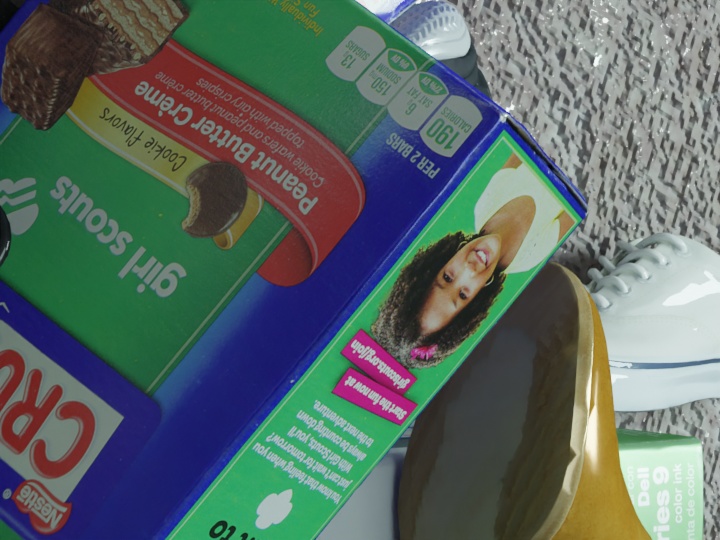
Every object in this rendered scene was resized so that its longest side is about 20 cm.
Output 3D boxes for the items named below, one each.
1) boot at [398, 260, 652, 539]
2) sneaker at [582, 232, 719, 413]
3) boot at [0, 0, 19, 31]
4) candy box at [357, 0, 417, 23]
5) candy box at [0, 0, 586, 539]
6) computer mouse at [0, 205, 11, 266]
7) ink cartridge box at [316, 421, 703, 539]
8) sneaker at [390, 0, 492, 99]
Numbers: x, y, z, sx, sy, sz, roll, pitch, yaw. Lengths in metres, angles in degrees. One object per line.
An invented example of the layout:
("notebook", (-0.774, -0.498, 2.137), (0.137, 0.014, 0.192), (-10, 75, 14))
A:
("boot", (0.083, 0.103, 0.718), (0.144, 0.071, 0.202), (8, 89, -42))
("sneaker", (0.113, 0.021, 0.911), (0.200, 0.073, 0.071), (-4, 91, -45))
("boot", (-0.178, -0.088, 0.694), (0.131, 0.070, 0.200), (-31, 109, -28))
("candy box", (-0.043, -0.179, 0.783), (0.169, 0.077, 0.200), (-41, 113, -28))
("candy box", (-0.062, 0.003, 0.655), (0.200, 0.169, 0.077), (-51, 145, 1))
("computer mouse", (-0.194, 0.040, 0.618), (0.200, 0.140, 0.046), (-66, 156, 3))
("ink cartridge box", (0.002, 0.098, 0.782), (0.200, 0.145, 0.088), (-2, 92, -35))
("sneaker", (0.000, 0.000, 0.819), (0.114, 0.075, 0.200), (50, 62, -23))
